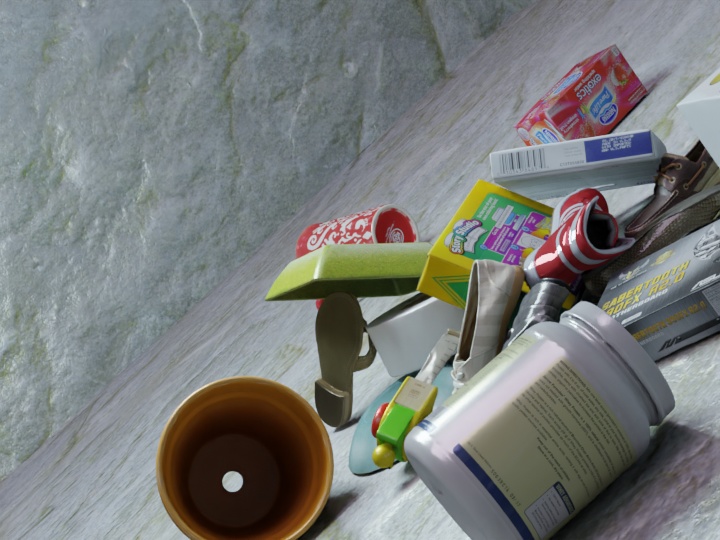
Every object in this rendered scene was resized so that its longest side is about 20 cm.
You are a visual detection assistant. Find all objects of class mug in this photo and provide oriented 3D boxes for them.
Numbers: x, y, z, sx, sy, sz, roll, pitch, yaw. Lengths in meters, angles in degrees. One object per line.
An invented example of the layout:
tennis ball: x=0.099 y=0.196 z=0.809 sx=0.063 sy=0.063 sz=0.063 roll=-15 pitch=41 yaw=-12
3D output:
mug: x=0.002 y=-0.018 z=2.587 sx=0.133 sy=0.179 sz=0.200 roll=1 pitch=-13 yaw=-40

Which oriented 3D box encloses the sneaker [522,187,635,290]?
sneaker: x=0.259 y=-0.051 z=1.668 sx=0.112 sy=0.071 sz=0.200 roll=-39 pitch=9 yaw=41

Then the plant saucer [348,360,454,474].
plant saucer: x=0.055 y=0.161 z=1.786 sx=0.201 sy=0.039 sz=0.201 roll=-36 pitch=11 yaw=8

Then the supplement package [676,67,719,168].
supplement package: x=0.467 y=-0.177 z=1.537 sx=0.200 sy=0.151 sz=0.152 roll=-40 pitch=11 yaw=-12

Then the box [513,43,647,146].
box: x=0.352 y=-0.258 z=2.398 sx=0.200 sy=0.100 sz=0.095 roll=-44 pitch=12 yaw=-29

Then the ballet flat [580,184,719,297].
ballet flat: x=0.335 y=-0.031 z=1.677 sx=0.200 sy=0.046 sz=0.067 roll=-34 pitch=2 yaw=-8

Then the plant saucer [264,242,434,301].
plant saucer: x=0.000 y=0.000 z=1.893 sx=0.199 sy=0.048 sz=0.200 roll=-2 pitch=-7 yaw=-22

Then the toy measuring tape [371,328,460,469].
toy measuring tape: x=0.066 y=0.152 z=1.687 sx=0.073 sy=0.074 sz=0.200 roll=-26 pitch=21 yaw=48

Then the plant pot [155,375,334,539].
plant pot: x=-0.141 y=0.238 z=1.763 sx=0.200 sy=0.200 sz=0.183 roll=-41 pitch=-5 yaw=-16

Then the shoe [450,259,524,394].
shoe: x=0.123 y=0.084 z=1.617 sx=0.070 sy=0.053 sz=0.201 roll=-10 pitch=63 yaw=68

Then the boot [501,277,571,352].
boot: x=0.179 y=0.064 z=1.505 sx=0.132 sy=0.070 sz=0.200 roll=-68 pitch=9 yaw=-17

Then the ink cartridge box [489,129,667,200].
ink cartridge box: x=0.276 y=-0.128 z=1.853 sx=0.198 sy=0.041 sz=0.200 roll=-8 pitch=-7 yaw=16

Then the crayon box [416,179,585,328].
crayon box: x=0.180 y=-0.013 z=1.751 sx=0.200 sy=0.172 sz=0.059 roll=-52 pitch=-20 yaw=-54

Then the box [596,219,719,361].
box: x=0.319 y=0.019 z=1.481 sx=0.200 sy=0.048 sz=0.159 roll=-30 pitch=14 yaw=36

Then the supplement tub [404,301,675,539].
supplement tub: x=0.153 y=0.136 z=1.276 sx=0.200 sy=0.145 sz=0.145 roll=-39 pitch=11 yaw=-9

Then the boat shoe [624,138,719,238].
boat shoe: x=0.374 y=-0.107 z=1.766 sx=0.200 sy=0.072 sz=0.072 roll=-40 pitch=11 yaw=-12

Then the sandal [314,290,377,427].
sandal: x=-0.012 y=0.102 z=1.942 sx=0.069 sy=0.077 sz=0.213 roll=-26 pitch=-44 yaw=-41

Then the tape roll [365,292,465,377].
tape roll: x=0.110 y=0.055 z=1.856 sx=0.202 sy=0.071 sz=0.202 roll=-27 pitch=2 yaw=1
